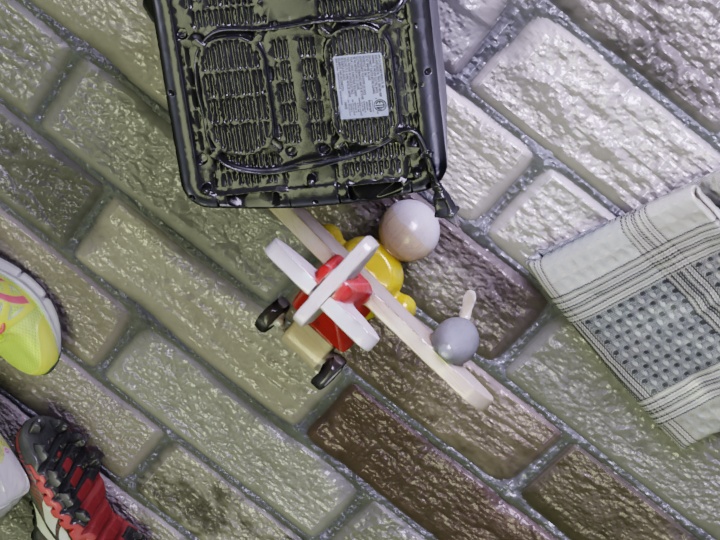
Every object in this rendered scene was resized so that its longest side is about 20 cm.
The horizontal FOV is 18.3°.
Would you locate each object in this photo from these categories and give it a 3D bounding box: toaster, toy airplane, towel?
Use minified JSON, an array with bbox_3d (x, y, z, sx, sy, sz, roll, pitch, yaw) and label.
[{"bbox_3d":[-0.032,-0.134,1.456,0.180,0.119,0.201,-4,116,8],"label":"toaster"},{"bbox_3d":[0.000,0.000,1.586,0.199,0.141,0.200,33,163,50],"label":"toy airplane"},{"bbox_3d":[0.238,0.031,1.545,0.200,0.035,0.193,-27,110,42],"label":"towel"}]

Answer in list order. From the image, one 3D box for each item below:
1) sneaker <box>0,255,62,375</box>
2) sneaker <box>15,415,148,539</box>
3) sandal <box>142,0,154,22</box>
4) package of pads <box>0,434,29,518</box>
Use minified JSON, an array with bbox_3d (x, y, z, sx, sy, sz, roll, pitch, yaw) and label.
[{"bbox_3d":[-0.329,0.021,1.833,0.078,0.090,0.200,-29,110,41],"label":"sneaker"},{"bbox_3d":[-0.260,0.214,1.967,0.097,0.071,0.201,-9,123,33],"label":"sneaker"},{"bbox_3d":[-0.062,-0.141,1.564,0.200,0.075,0.048,36,111,-12],"label":"sandal"},{"bbox_3d":[-0.383,0.146,1.949,0.201,0.068,0.154,56,138,6],"label":"package of pads"}]
